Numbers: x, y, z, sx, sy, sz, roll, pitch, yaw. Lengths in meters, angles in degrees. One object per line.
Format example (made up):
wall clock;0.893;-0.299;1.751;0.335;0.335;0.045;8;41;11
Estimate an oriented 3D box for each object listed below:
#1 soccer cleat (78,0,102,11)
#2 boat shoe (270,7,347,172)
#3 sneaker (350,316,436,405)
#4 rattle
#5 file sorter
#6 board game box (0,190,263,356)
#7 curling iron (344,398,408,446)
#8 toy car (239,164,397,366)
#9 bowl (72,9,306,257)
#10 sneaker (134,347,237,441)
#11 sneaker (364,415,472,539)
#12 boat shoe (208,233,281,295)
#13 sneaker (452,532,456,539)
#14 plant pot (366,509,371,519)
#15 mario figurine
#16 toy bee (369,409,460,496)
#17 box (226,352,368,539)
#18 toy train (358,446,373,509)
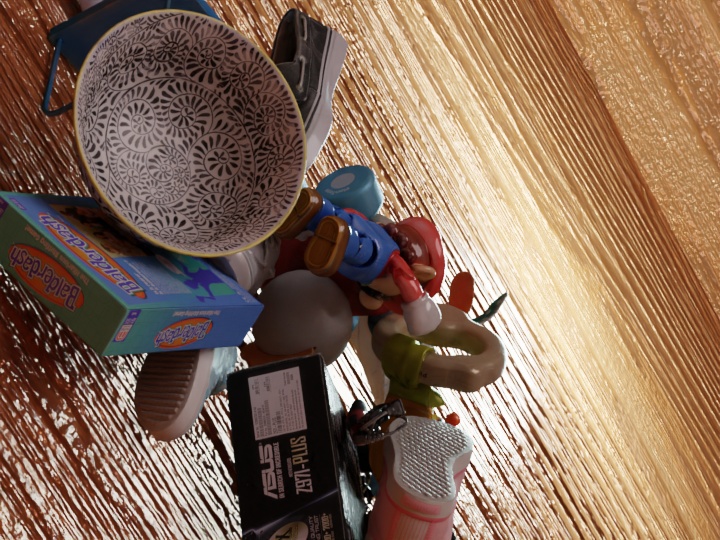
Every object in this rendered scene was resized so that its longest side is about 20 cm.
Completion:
soccer cleat;-0.196;-0.225;1.663;0.199;0.069;0.078;24;50;-51
boat shoe;-0.065;-0.148;1.525;0.071;0.072;0.201;32;41;-21
sneaker;0.021;0.068;1.843;0.077;0.099;0.202;-24;115;-27
rattle;0.076;0.098;1.625;0.200;0.128;0.145;-65;149;-72
file sorter;-0.165;-0.133;1.533;0.200;0.138;0.124;48;30;-37
board game box;-0.184;0.001;1.355;0.152;0.045;0.199;40;16;22
curling iron;0.007;0.126;1.486;0.200;0.049;0.026;162;-95;-85
toy car;-0.057;0.030;1.647;0.200;0.175;0.186;-49;130;-37
bowl;-0.150;-0.095;1.389;0.199;0.094;0.203;10;69;-28
sneaker;-0.132;0.080;1.462;0.082;0.073;0.201;48;27;-27
sneaker;0.043;0.194;1.446;0.200;0.074;0.106;-66;171;-74
boat shoe;-0.100;-0.012;1.511;0.072;0.068;0.200;48;-9;11
sneaker;0.075;0.329;1.712;0.089;0.073;0.201;76;-1;-48
plant pot;0.029;0.307;1.513;0.200;0.027;0.203;175;-90;-82
mario figurine;0.000;0.000;1.531;0.199;0.105;0.125;21;56;-53
toy bee;0.055;0.178;1.659;0.200;0.108;0.133;27;50;-65
box;-0.045;0.200;1.458;0.164;0.085;0.202;70;8;-56
toy train;-0.009;0.208;1.661;0.200;0.034;0.046;-50;132;-68
